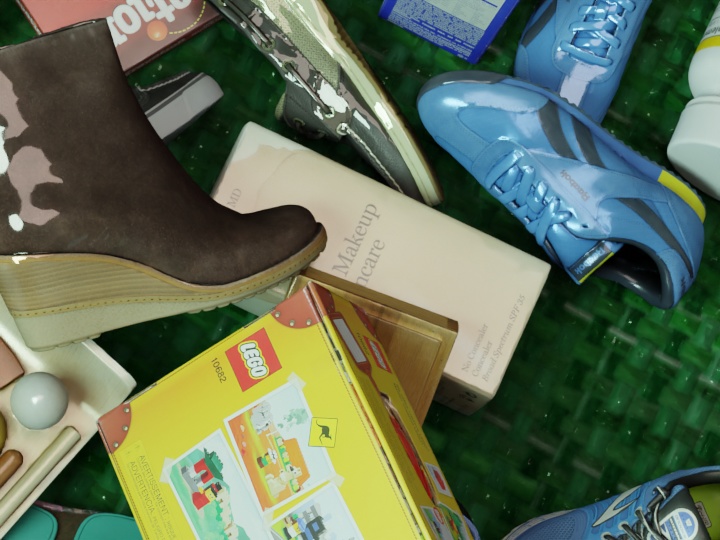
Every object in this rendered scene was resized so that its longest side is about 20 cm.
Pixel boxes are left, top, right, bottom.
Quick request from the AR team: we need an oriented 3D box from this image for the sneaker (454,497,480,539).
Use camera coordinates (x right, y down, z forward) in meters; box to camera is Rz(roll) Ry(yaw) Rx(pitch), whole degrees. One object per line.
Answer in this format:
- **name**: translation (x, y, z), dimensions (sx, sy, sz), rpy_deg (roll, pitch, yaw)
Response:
- **sneaker**: translation (0.031, 0.224, 1.538), dimensions (0.070, 0.078, 0.200), rpy_deg (11, 98, -8)

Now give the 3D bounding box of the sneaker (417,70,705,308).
- **sneaker**: translation (0.119, -0.047, 1.581), dimensions (0.200, 0.066, 0.078), rpy_deg (31, 51, -14)

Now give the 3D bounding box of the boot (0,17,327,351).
- **boot**: translation (-0.118, -0.058, 1.452), dimensions (0.200, 0.072, 0.166), rpy_deg (-17, 101, -27)

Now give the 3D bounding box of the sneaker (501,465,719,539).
- **sneaker**: translation (0.157, 0.157, 1.537), dimensions (0.200, 0.089, 0.079), rpy_deg (-24, 81, -28)

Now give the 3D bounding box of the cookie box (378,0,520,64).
- **cookie box**: translation (0.088, -0.236, 1.573), dimensions (0.075, 0.200, 0.171), rpy_deg (24, 75, -3)

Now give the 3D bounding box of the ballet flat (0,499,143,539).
- **ballet flat**: translation (-0.171, 0.170, 1.512), dimensions (0.200, 0.071, 0.069), rpy_deg (15, 42, 3)

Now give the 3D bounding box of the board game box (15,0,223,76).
- **board game box**: translation (-0.114, -0.197, 1.626), dimensions (0.200, 0.019, 0.103), rpy_deg (-33, 86, -14)

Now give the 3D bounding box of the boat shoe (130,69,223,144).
- **boat shoe**: translation (-0.154, -0.080, 1.533), dimensions (0.057, 0.069, 0.200), rpy_deg (55, 43, -1)

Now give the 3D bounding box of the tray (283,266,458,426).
- **tray**: translation (-0.025, 0.107, 1.521), dimensions (0.099, 0.037, 0.200), rpy_deg (20, 100, -2)

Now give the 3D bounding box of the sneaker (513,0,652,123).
- **sneaker**: translation (0.147, -0.167, 1.632), dimensions (0.066, 0.078, 0.200), rpy_deg (23, 77, -6)

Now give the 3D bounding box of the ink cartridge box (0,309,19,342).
- **ink cartridge box**: translation (-0.260, 0.002, 1.530), dimensions (0.200, 0.076, 0.136), rpy_deg (-28, 85, -13)

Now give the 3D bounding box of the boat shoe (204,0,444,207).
- **boat shoe**: translation (-0.024, -0.111, 1.601), dimensions (0.065, 0.073, 0.200), rpy_deg (-36, 88, 3)

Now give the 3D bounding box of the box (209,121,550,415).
- **box**: translation (0.000, 0.000, 1.571), dimensions (0.200, 0.078, 0.095), rpy_deg (24, 77, -4)

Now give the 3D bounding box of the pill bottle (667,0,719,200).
- **pill bottle**: translation (0.271, -0.139, 1.627), dimensions (0.114, 0.114, 0.200), rpy_deg (27, 75, -3)

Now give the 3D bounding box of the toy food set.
- **toy food set**: translation (-0.240, 0.089, 1.448), dimensions (0.144, 0.060, 0.200), rpy_deg (42, 75, -2)

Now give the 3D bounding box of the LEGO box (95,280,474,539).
- **LEGO box**: translation (-0.033, 0.132, 1.423), dimensions (0.149, 0.077, 0.200), rpy_deg (-32, 65, 15)
